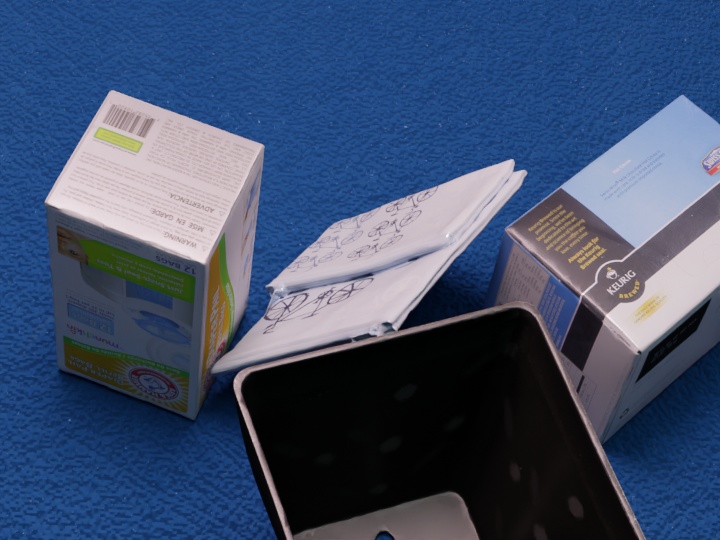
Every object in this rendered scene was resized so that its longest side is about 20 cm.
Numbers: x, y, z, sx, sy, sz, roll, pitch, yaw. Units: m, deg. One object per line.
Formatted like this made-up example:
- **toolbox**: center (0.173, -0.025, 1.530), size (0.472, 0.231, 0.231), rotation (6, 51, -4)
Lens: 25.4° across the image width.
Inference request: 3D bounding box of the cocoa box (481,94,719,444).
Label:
- **cocoa box**: center (0.202, -0.003, 1.150), size (0.199, 0.134, 0.131), rotation (-36, 66, -27)

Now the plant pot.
- **plant pot**: center (0.039, 0.169, 0.985), size (0.198, 0.178, 0.201), rotation (-13, 57, -15)

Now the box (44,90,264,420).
- **box**: center (-0.137, -0.005, 1.068), size (0.112, 0.201, 0.102), rotation (20, 56, 5)

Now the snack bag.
- **snack bag**: center (0.000, 0.000, 1.096), size (0.022, 0.188, 0.200), rotation (58, 46, -16)
